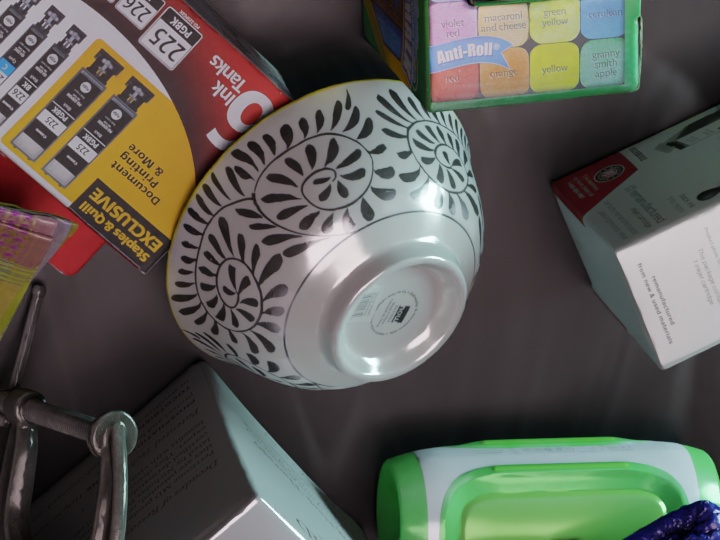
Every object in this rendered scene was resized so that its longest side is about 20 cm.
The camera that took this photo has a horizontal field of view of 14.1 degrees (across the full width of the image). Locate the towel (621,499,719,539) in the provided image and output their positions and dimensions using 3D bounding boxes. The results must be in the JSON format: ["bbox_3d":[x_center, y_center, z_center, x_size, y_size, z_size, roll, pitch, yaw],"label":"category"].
[{"bbox_3d":[0.193,0.209,1.767,0.148,0.050,0.200,-36,143,12],"label":"towel"}]

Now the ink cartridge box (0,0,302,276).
[{"bbox_3d":[-0.166,-0.100,1.618,0.200,0.084,0.176,41,97,-23],"label":"ink cartridge box"}]

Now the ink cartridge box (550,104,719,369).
[{"bbox_3d":[0.230,-0.040,1.693,0.200,0.147,0.083,-26,111,-3],"label":"ink cartridge box"}]

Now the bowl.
[{"bbox_3d":[0.000,0.000,1.643,0.201,0.094,0.201,-22,136,-22],"label":"bowl"}]

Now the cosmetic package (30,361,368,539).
[{"bbox_3d":[-0.087,0.192,1.680,0.166,0.200,0.167,-40,114,4],"label":"cosmetic package"}]

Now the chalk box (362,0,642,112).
[{"bbox_3d":[0.080,-0.162,1.586,0.124,0.200,0.124,-5,111,-10],"label":"chalk box"}]

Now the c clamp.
[{"bbox_3d":[-0.169,0.107,1.614,0.027,0.200,0.171,11,95,-29],"label":"c clamp"}]

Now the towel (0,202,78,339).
[{"bbox_3d":[-0.272,-0.017,1.623,0.200,0.023,0.144,17,142,-17],"label":"towel"}]

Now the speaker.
[{"bbox_3d":[0.114,0.148,1.771,0.200,0.088,0.089,-1,110,-12],"label":"speaker"}]
